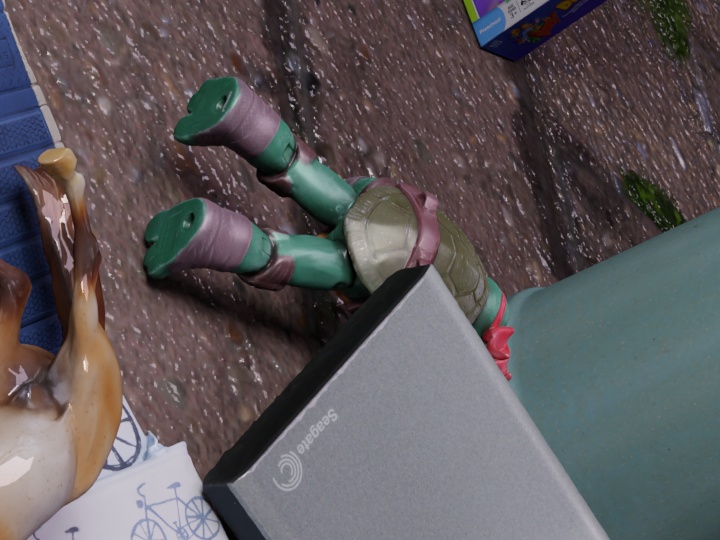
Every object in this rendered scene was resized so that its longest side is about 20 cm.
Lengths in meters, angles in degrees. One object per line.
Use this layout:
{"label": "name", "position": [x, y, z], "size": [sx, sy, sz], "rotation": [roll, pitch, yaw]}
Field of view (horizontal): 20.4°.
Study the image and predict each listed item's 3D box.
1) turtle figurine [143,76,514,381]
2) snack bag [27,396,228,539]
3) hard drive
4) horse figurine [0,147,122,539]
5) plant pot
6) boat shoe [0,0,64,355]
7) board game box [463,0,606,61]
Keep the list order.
{"label": "turtle figurine", "position": [0.000, 0.000, 0.913], "size": [0.199, 0.100, 0.151], "rotation": [33, 38, -30]}
{"label": "snack bag", "position": [-0.118, 0.087, 0.717], "size": [0.188, 0.021, 0.201], "rotation": [-15, 76, -60]}
{"label": "hard drive", "position": [0.034, 0.119, 0.838], "size": [0.140, 0.033, 0.201], "rotation": [-46, 112, -34]}
{"label": "horse figurine", "position": [-0.119, 0.048, 0.629], "size": [0.200, 0.049, 0.133], "rotation": [-59, 147, -49]}
{"label": "plant pot", "position": [0.163, 0.065, 0.998], "size": [0.200, 0.195, 0.201], "rotation": [38, 34, -32]}
{"label": "boat shoe", "position": [-0.155, -0.050, 0.710], "size": [0.072, 0.072, 0.202], "rotation": [-15, 93, -58]}
{"label": "board game box", "position": [0.140, -0.242, 1.248], "size": [0.045, 0.199, 0.135], "rotation": [12, 52, -52]}
